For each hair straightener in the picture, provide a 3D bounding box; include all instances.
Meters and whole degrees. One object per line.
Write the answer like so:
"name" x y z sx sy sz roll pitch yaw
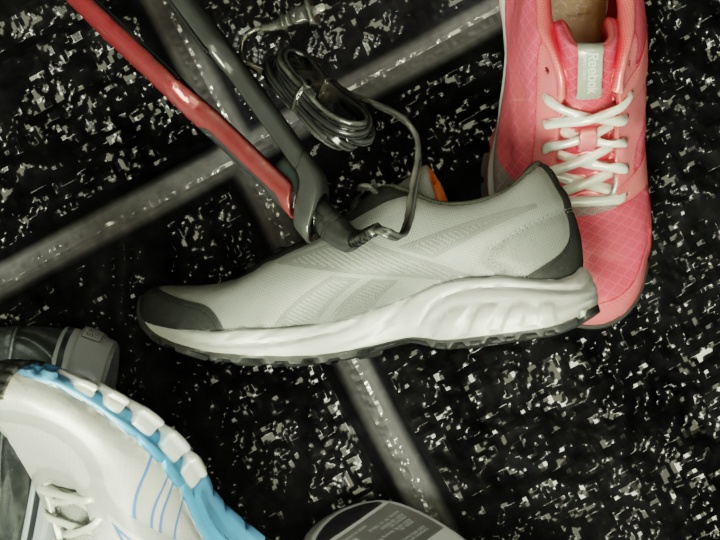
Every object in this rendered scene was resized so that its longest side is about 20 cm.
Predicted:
"hair straightener" -0.041 -0.084 0.933 0.077 0.041 0.200 -45 66 0

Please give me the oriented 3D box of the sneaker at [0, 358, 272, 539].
"sneaker" -0.097 0.115 0.914 0.200 0.075 0.087 51 62 -36

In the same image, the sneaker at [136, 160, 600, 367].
"sneaker" 0.000 0.000 0.952 0.199 0.074 0.080 -8 88 12

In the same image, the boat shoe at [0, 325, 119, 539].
"boat shoe" -0.154 0.121 0.972 0.070 0.072 0.201 9 83 5

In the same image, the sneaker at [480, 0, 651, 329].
"sneaker" 0.088 -0.072 0.951 0.073 0.087 0.201 -5 94 -1

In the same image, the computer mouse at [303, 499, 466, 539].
"computer mouse" 0.057 0.166 0.951 0.200 0.109 0.044 33 135 32
